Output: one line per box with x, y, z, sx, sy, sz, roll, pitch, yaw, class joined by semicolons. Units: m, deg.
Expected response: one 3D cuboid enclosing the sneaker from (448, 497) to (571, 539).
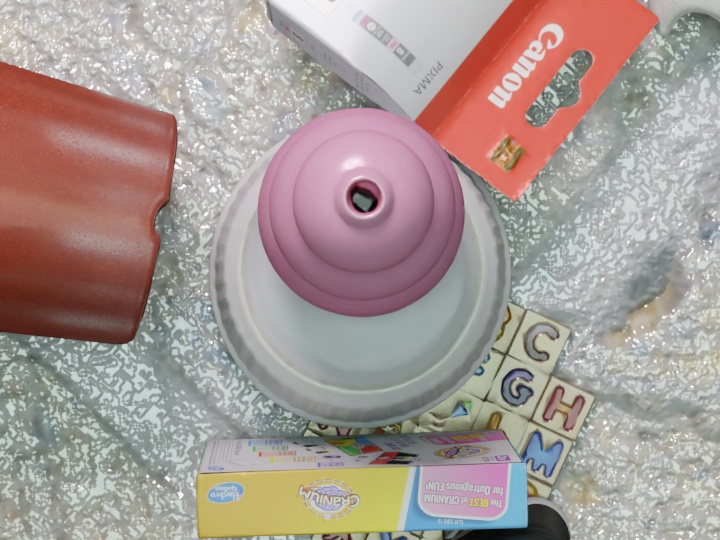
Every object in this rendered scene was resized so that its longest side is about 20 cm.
0.053;0.219;1.509;0.200;0.099;0.071;-36;95;1;sneaker

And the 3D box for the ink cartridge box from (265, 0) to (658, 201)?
0.066;-0.168;1.496;0.200;0.057;0.163;36;79;14;ink cartridge box

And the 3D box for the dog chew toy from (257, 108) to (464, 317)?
0.001;-0.035;1.357;0.124;0.200;0.125;0;89;-1;dog chew toy

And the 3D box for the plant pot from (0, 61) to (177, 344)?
-0.222;-0.044;1.462;0.194;0.201;0.202;12;92;-10;plant pot

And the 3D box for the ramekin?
0.000;0.000;1.503;0.201;0.094;0.203;0;88;-1;ramekin

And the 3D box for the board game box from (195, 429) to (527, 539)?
-0.001;0.132;1.478;0.199;0.153;0.041;-2;93;-1;board game box

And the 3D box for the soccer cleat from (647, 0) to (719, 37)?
0.280;-0.181;1.531;0.199;0.070;0.087;5;115;-4;soccer cleat

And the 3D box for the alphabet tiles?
0.053;0.108;1.557;0.166;0.006;0.201;25;91;-2;alphabet tiles
